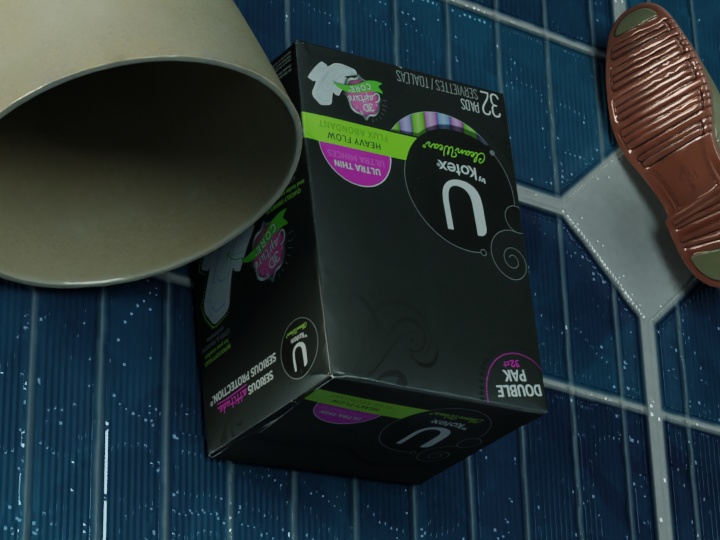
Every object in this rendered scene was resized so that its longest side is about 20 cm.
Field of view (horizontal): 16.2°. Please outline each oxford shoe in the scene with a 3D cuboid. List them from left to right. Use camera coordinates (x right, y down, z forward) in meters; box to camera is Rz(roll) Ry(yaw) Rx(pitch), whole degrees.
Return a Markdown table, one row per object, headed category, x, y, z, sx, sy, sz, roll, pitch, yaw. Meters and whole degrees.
| category | x | y | z | sx | sy | sz | roll | pitch | yaw |
| --- | --- | --- | --- | --- | --- | --- | --- | --- | --- |
| oxford shoe | 0.218 | -0.079 | 1.659 | 0.074 | 0.071 | 0.200 | 3 | 66 | -60 |

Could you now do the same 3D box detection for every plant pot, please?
| category | x | y | z | sx | sy | sz | roll | pitch | yaw |
| --- | --- | --- | --- | --- | --- | --- | --- | --- | --- |
| plant pot | -0.147 | -0.125 | 1.330 | 0.187 | 0.187 | 0.200 | 7 | 49 | -35 |

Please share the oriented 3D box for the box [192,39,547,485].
| category | x | y | z | sx | sy | sz | roll | pitch | yaw |
| --- | --- | --- | --- | --- | --- | --- | --- | --- | --- |
| box | 0.000 | 0.000 | 1.394 | 0.149 | 0.124 | 0.200 | 11 | 61 | -33 |
